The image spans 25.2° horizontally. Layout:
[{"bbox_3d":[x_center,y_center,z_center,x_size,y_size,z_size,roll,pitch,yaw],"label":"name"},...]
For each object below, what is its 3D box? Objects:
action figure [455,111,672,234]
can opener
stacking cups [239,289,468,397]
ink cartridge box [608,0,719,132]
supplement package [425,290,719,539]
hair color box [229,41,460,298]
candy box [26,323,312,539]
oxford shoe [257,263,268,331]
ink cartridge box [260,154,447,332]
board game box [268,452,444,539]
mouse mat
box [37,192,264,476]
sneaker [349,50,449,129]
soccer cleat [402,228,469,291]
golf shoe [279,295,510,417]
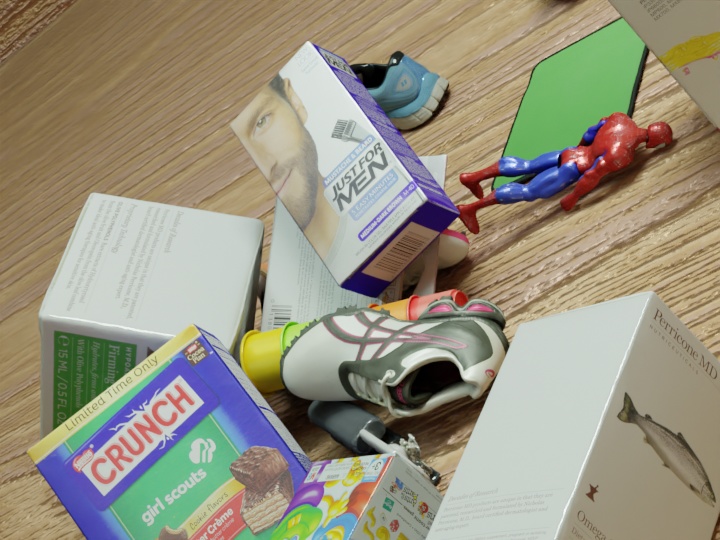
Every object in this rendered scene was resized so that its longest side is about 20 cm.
[{"bbox_3d":[0.175,-0.086,1.366,0.200,0.052,0.065,-22,38,36],"label":"action figure"},{"bbox_3d":[0.004,0.144,1.275,0.066,0.053,0.200,-49,23,-4],"label":"can opener"},{"bbox_3d":[-0.004,0.059,1.343,0.200,0.061,0.061,-14,36,28],"label":"stacking cups"},{"bbox_3d":[0.276,-0.214,1.204,0.145,0.200,0.145,-38,24,19],"label":"ink cartridge box"},{"bbox_3d":[0.139,0.131,0.982,0.117,0.117,0.200,-19,36,48],"label":"supplement package"},{"bbox_3d":[-0.016,-0.088,1.382,0.109,0.065,0.200,-45,58,17],"label":"hair color box"},{"bbox_3d":[-0.131,0.170,1.255,0.169,0.200,0.077,-39,-18,-1],"label":"candy box"},{"bbox_3d":[-0.078,0.050,1.551,0.073,0.071,0.200,-51,23,3],"label":"oxford shoe"},{"bbox_3d":[0.000,0.000,1.416,0.176,0.045,0.200,1,80,31],"label":"ink cartridge box"},{"bbox_3d":[-0.017,0.237,1.092,0.103,0.105,0.200,-15,37,52],"label":"board game box"},{"bbox_3d":[0.201,-0.163,1.498,0.161,0.008,0.200,-25,30,41],"label":"mouse mat"},{"bbox_3d":[-0.191,0.071,1.481,0.200,0.171,0.199,-81,0,-53],"label":"box"},{"bbox_3d":[0.006,-0.193,1.775,0.200,0.090,0.078,-23,32,45],"label":"sneaker"},{"bbox_3d":[0.027,0.000,1.475,0.200,0.070,0.086,-3,71,55],"label":"soccer cleat"},{"bbox_3d":[0.019,0.074,1.268,0.200,0.077,0.088,-13,29,24],"label":"golf shoe"}]
